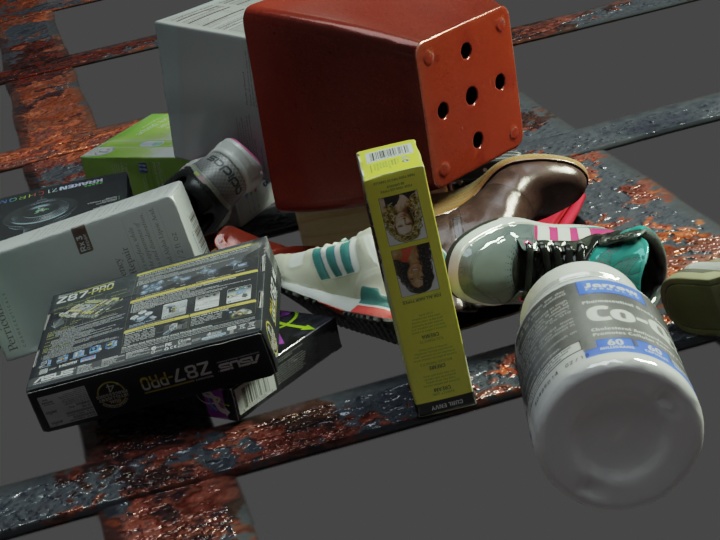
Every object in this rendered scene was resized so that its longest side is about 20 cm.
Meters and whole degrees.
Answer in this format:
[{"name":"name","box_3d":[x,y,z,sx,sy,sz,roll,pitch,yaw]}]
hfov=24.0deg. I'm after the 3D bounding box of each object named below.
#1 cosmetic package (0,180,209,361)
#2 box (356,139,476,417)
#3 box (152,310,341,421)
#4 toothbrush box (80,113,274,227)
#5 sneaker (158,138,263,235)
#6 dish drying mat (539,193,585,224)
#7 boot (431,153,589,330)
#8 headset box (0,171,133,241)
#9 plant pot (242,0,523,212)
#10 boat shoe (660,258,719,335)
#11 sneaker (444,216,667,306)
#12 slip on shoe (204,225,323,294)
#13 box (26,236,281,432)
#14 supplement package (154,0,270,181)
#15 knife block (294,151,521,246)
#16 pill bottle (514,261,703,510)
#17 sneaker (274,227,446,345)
[{"name":"cosmetic package","box_3d":[-0.238,0.000,1.520,0.200,0.102,0.074,-20,12,6]},{"name":"box","box_3d":[0.042,0.006,1.302,0.050,0.200,0.075,-14,20,1]},{"name":"box","box_3d":[-0.137,0.072,1.456,0.200,0.036,0.143,4,26,37]},{"name":"toothbrush box","box_3d":[-0.184,-0.114,1.883,0.200,0.086,0.146,4,26,30]},{"name":"sneaker","box_3d":[-0.171,-0.067,1.705,0.087,0.074,0.200,-39,4,-29]},{"name":"dish drying mat","box_3d":[0.155,-0.035,1.601,0.077,0.018,0.200,-4,23,22]},{"name":"boot","box_3d":[0.124,-0.018,1.496,0.200,0.072,0.166,-15,42,-2]},{"name":"headset box","box_3d":[-0.302,-0.008,1.663,0.174,0.093,0.200,-13,22,-2]},{"name":"plant pot","box_3d":[0.036,-0.167,1.564,0.176,0.200,0.200,11,29,42]},{"name":"boat shoe","box_3d":[0.325,0.019,1.301,0.068,0.075,0.200,-31,27,-30]},{"name":"sneaker","box_3d":[0.176,0.003,1.380,0.200,0.084,0.121,-5,11,-36]},{"name":"slip on shoe","box_3d":[-0.117,-0.011,1.621,0.200,0.061,0.074,0,22,24]},{"name":"box","box_3d":[-0.167,0.050,1.405,0.200,0.049,0.161,-15,30,6]},{"name":"supplement package","box_3d":[-0.079,-0.190,1.721,0.200,0.152,0.151,16,32,39]},{"name":"knife block","box_3d":[0.057,-0.074,1.667,0.200,0.064,0.175,-26,20,-35]},{"name":"pill bottle","box_3d":[0.168,0.072,1.192,0.114,0.114,0.200,-10,22,3]},{"name":"sneaker","box_3d":[0.000,0.000,1.459,0.200,0.070,0.093,17,76,51]}]
